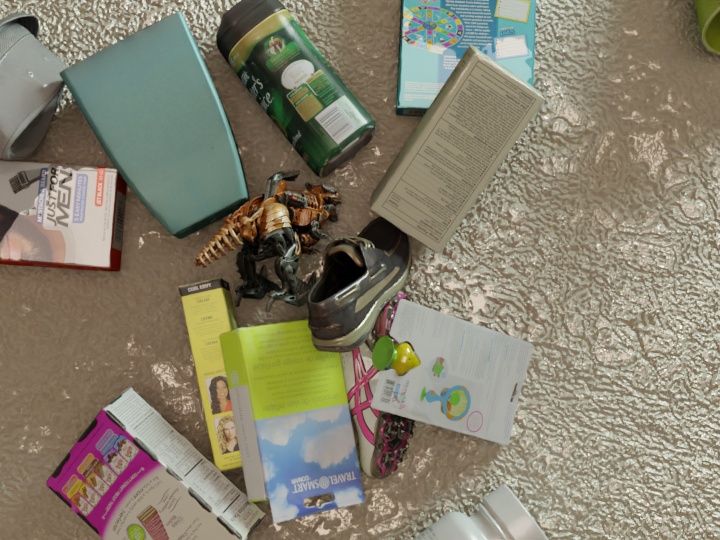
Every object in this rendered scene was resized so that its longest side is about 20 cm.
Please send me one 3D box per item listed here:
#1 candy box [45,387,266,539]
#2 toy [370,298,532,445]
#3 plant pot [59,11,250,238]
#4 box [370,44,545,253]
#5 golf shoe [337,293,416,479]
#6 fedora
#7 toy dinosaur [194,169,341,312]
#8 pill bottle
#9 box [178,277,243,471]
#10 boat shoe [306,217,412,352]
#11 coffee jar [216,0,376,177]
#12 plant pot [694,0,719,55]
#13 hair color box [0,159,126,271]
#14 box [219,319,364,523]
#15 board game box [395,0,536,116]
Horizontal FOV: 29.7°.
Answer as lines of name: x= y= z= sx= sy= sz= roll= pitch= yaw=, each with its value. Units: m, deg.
candy box: x=-0.215 y=0.240 z=1.423 sx=0.200 sy=0.061 sz=0.136 roll=43 pitch=120 yaw=3
toy: x=0.090 y=0.108 z=1.446 sx=0.199 sy=0.047 sz=0.116 roll=20 pitch=83 yaw=-39
plant pot: x=-0.202 y=-0.143 z=1.449 sx=0.141 sy=0.141 sz=0.201 roll=-27 pitch=89 yaw=-2
box: x=0.100 y=-0.129 z=1.445 sx=0.095 sy=0.078 sz=0.200 roll=34 pitch=103 yaw=-8
golf shoe: x=0.012 y=0.123 z=1.469 sx=0.092 sy=0.072 sz=0.202 roll=2 pitch=90 yaw=32
fedora: x=-0.371 y=-0.176 z=1.425 sx=0.090 sy=0.200 sz=0.177 roll=32 pitch=123 yaw=-2
toy dinosaur: x=-0.098 y=-0.034 z=1.439 sx=0.199 sy=0.102 sz=0.137 roll=-12 pitch=107 yaw=-26
pill bottle: x=0.100 y=0.320 z=1.422 sx=0.200 sy=0.114 sz=0.115 roll=-37 pitch=86 yaw=-3
box: x=-0.148 y=0.111 z=1.459 sx=0.050 sy=0.075 sz=0.201 roll=-13 pitch=87 yaw=0
boat shoe: x=0.000 y=0.000 z=1.420 sx=0.074 sy=0.200 sz=0.074 roll=-2 pitch=127 yaw=24
coffee jar: x=-0.073 y=-0.203 z=1.470 sx=0.085 sy=0.104 sz=0.200 roll=-37 pitch=86 yaw=-6
plant pot: x=0.431 y=-0.366 z=1.465 sx=0.186 sy=0.187 sz=0.201 roll=-13 pitch=70 yaw=-1
hair color box: x=-0.361 y=-0.061 z=1.477 sx=0.199 sy=0.064 sz=0.112 roll=3 pitch=86 yaw=1
box: x=-0.070 y=0.155 z=1.421 sx=0.121 sy=0.048 sz=0.201 roll=-7 pitch=84 yaw=-34
board game box: x=0.118 y=-0.271 z=1.505 sx=0.150 sy=0.047 sz=0.201 roll=3 pitch=85 yaw=-1
